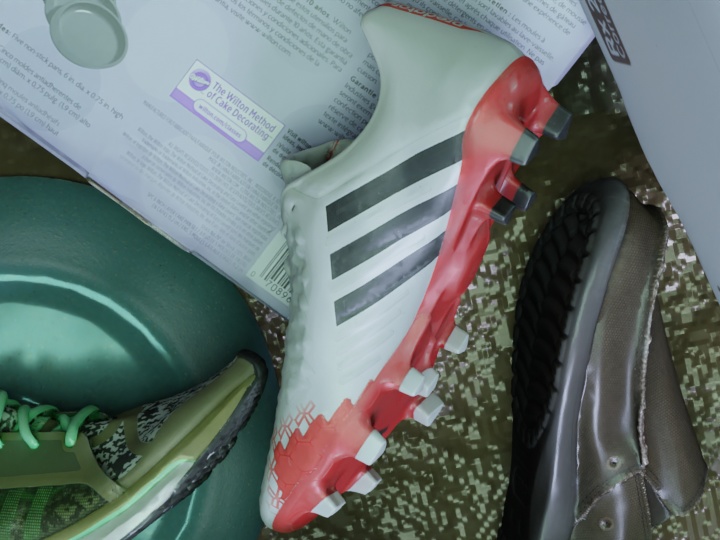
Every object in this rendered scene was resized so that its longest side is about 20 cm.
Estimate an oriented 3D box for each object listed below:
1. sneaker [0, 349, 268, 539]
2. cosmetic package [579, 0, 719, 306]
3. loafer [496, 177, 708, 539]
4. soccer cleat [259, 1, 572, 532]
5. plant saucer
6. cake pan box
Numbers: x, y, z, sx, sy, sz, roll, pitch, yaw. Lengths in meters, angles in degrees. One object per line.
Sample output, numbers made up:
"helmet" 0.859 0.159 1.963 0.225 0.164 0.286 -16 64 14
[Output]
"sneaker" -0.127 0.072 1.024 0.199 0.077 0.089 -32 91 7
"cosmetic package" 0.206 -0.078 0.956 0.199 0.165 0.165 -30 104 -10
"loafer" 0.095 0.062 1.066 0.071 0.073 0.201 3 110 -11
"soccer cleat" 0.000 0.000 1.001 0.085 0.069 0.201 32 114 15
"plant saucer" -0.129 0.066 1.075 0.199 0.036 0.201 0 104 -1
"cake pan box" -0.024 -0.094 1.030 0.200 0.052 0.185 35 103 -9
